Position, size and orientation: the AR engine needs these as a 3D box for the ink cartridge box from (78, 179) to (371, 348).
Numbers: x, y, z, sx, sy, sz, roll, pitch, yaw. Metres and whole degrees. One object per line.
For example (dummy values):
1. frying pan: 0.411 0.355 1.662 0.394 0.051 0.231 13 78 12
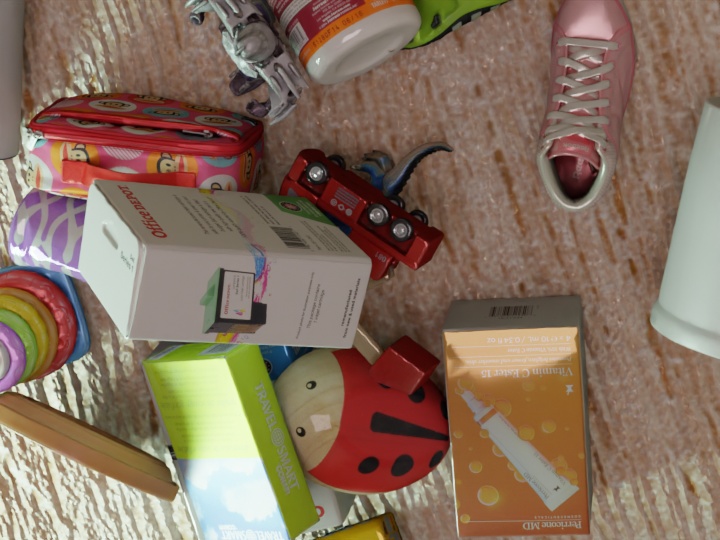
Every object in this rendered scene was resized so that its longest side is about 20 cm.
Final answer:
1. ink cartridge box: -0.114 -0.005 1.419 0.199 0.145 0.084 4 111 -28

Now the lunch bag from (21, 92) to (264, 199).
1. lunch bag: -0.192 -0.100 1.539 0.199 0.176 0.082 7 107 6

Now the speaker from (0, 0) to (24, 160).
1. speaker: -0.346 -0.206 1.585 0.081 0.081 0.201 8 107 6

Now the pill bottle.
1. pill bottle: -0.040 -0.268 1.483 0.109 0.110 0.200 -31 81 15

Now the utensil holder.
1. utensil holder: 0.348 -0.034 1.480 0.169 0.170 0.201 10 105 6

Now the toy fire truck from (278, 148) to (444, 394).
1. toy fire truck: 0.000 0.000 1.533 0.200 0.049 0.141 34 111 11

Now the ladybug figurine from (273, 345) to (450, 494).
1. ladybug figurine: 0.011 0.137 1.585 0.199 0.072 0.136 11 85 -34

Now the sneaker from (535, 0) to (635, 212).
1. sneaker: 0.195 -0.144 1.506 0.075 0.105 0.201 7 105 9

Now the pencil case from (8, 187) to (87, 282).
1. pencil case: -0.217 -0.012 1.550 0.199 0.084 0.086 19 131 11

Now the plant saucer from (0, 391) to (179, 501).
1. plant saucer: -0.257 0.159 1.618 0.200 0.200 0.032 26 84 1

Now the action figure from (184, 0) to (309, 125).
1. action figure: -0.095 -0.188 1.486 0.069 0.200 0.130 -25 98 1

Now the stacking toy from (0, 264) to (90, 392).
1. stacking toy: -0.332 0.070 1.595 0.116 0.200 0.110 -13 103 11

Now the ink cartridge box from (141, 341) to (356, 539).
1. ink cartridge box: -0.102 0.152 1.643 0.146 0.084 0.201 -15 102 12

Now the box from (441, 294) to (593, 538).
1. box: 0.146 0.133 1.593 0.124 0.098 0.201 -3 105 9

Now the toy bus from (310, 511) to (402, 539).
1. toy bus: -0.053 0.295 1.671 0.199 0.078 0.065 -22 85 14

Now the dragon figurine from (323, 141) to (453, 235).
1. dragon figurine: 0.007 -0.052 1.583 0.199 0.059 0.100 -19 102 14

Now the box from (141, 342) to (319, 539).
1. box: -0.113 0.163 1.551 0.122 0.048 0.201 -6 107 45

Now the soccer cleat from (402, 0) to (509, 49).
1. soccer cleat: 0.087 -0.241 1.517 0.200 0.081 0.068 -18 90 34
